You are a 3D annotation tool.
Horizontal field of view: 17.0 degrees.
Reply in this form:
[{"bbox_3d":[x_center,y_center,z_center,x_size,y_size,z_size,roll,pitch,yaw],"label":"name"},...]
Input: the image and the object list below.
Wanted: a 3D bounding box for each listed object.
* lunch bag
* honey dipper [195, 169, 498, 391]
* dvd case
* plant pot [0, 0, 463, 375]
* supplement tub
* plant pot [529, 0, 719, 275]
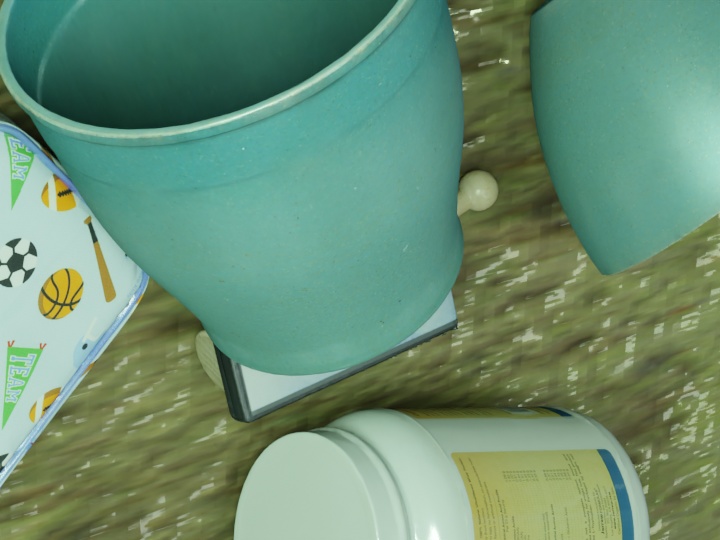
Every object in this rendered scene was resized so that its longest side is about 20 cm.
[{"bbox_3d":[-0.197,0.031,1.109,0.200,0.075,0.160,-52,136,-9],"label":"lunch bag"},{"bbox_3d":[0.000,0.000,1.286,0.199,0.038,0.038,-33,128,-26],"label":"honey dipper"},{"bbox_3d":[-0.027,-0.039,1.227,0.142,0.017,0.202,-23,111,-31],"label":"dvd case"},{"bbox_3d":[-0.039,-0.063,1.095,0.200,0.200,0.189,-40,135,-19],"label":"plant pot"},{"bbox_3d":[0.045,0.147,1.320,0.199,0.144,0.146,2,109,-40],"label":"supplement tub"},{"bbox_3d":[0.167,-0.112,1.290,0.200,0.200,0.135,-40,93,-18],"label":"plant pot"}]
